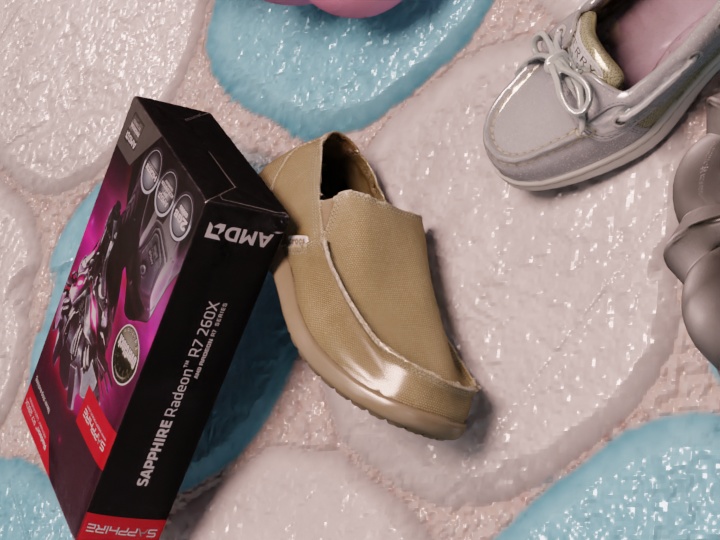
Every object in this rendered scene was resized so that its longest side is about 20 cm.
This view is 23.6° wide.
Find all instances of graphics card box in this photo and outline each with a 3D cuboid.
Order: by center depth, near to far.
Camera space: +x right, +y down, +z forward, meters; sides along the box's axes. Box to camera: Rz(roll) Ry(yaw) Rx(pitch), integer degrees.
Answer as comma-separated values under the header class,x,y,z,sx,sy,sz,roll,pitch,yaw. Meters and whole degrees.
class,x,y,z,sx,sy,sz,roll,pitch,yaw
graphics card box,-0.110,0.027,0.878,0.200,0.051,0.125,-65,33,20

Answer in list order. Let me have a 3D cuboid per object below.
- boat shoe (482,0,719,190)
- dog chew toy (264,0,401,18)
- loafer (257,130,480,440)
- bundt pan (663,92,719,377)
class,x,y,z,sx,sy,sz,roll,pitch,yaw
boat shoe,0.129,-0.109,0.763,0.202,0.065,0.075,-33,53,27
dog chew toy,-0.039,-0.199,0.917,0.200,0.124,0.125,38,98,35
loafer,0.000,0.000,0.822,0.067,0.076,0.200,-53,47,19
bundt pan,0.201,-0.022,0.657,0.202,0.076,0.202,-18,61,36
